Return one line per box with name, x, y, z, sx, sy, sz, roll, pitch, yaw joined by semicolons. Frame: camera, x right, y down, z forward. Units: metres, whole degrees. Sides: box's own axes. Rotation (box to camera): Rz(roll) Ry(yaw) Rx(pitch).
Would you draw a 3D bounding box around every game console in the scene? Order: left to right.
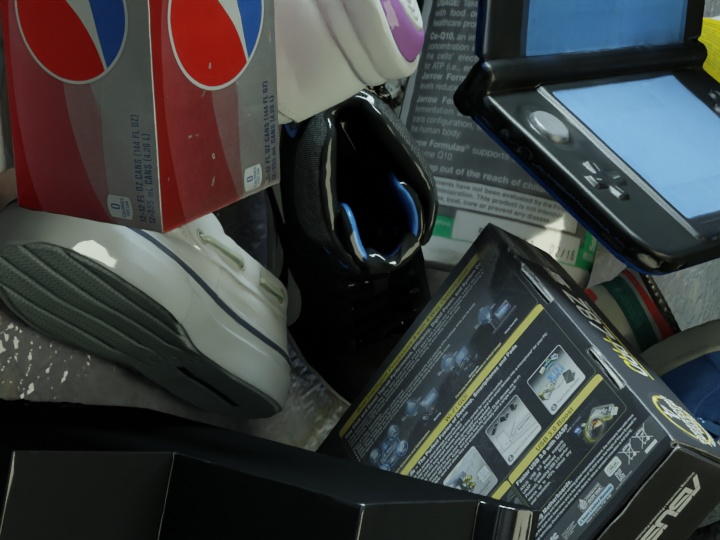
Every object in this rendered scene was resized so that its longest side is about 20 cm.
game console;0.143;-0.106;0.741;0.200;0.171;0.118;-14;144;-50

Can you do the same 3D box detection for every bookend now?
bookend;-0.073;0.108;0.595;0.199;0.200;0.092;11;89;-58

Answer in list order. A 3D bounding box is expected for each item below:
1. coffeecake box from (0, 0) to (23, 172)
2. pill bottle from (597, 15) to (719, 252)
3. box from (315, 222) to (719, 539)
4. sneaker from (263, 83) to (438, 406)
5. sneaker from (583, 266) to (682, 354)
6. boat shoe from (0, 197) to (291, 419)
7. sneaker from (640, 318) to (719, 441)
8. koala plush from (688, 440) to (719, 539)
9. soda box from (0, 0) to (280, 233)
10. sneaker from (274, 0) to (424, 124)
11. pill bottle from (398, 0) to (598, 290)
coffeecake box;-0.148;-0.107;0.532;0.200;0.073;0.154;-30;123;-50
pill bottle;0.193;-0.092;1.026;0.200;0.114;0.114;-30;123;-50
box;0.042;0.103;0.699;0.049;0.161;0.200;25;108;-38
sneaker;0.000;0.000;0.747;0.073;0.112;0.200;-22;118;-10
sneaker;0.113;0.065;0.882;0.093;0.070;0.200;-23;156;-7
boat shoe;-0.086;0.001;0.680;0.200;0.074;0.067;51;42;-61
sneaker;0.136;0.111;0.785;0.077;0.200;0.111;34;29;-48
koala plush;0.233;0.127;1.119;0.200;0.184;0.177;24;79;-45
soda box;-0.071;-0.118;0.521;0.070;0.063;0.200;-27;121;-53
sneaker;-0.054;-0.145;0.630;0.200;0.100;0.075;67;15;18
pill bottle;0.080;-0.095;0.852;0.113;0.113;0.200;13;89;-57
